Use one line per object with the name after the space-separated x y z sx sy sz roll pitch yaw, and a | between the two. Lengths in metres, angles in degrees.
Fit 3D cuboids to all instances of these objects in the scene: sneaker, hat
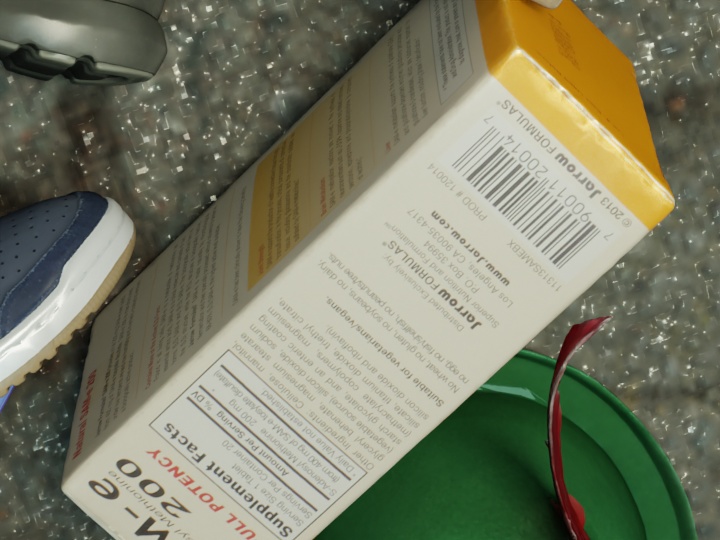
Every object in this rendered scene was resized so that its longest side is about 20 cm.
-0.174 0.008 0.770 0.199 0.070 0.109 -33 108 1 | sneaker
-0.155 -0.116 0.802 0.199 0.075 0.080 12 86 -20 | sneaker
0.050 0.120 0.828 0.165 0.176 0.200 -38 107 0 | hat

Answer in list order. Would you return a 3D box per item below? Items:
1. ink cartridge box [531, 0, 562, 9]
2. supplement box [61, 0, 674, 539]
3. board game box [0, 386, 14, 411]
0.052 -0.191 0.695 0.164 0.075 0.200 23 117 -40 | ink cartridge box
0.000 0.000 0.797 0.073 0.126 0.200 42 108 -17 | supplement box
-0.214 0.075 0.837 0.134 0.045 0.201 28 96 -16 | board game box
